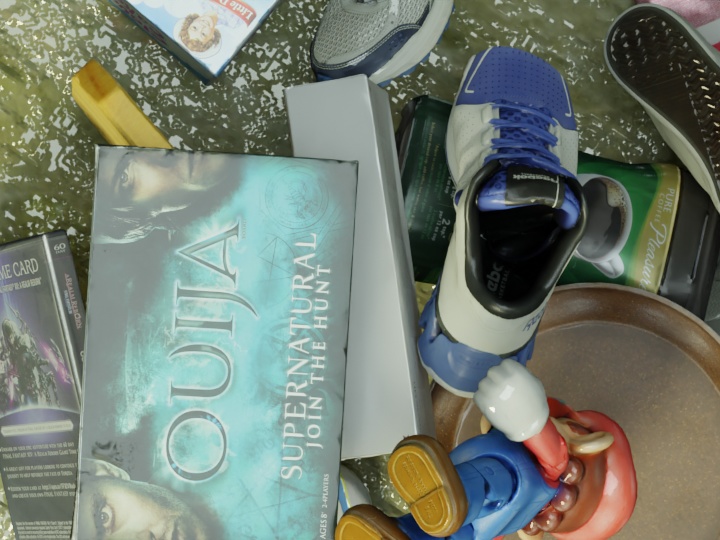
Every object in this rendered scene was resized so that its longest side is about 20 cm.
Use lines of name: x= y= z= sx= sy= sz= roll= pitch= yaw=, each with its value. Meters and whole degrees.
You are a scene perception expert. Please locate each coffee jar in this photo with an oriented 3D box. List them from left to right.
coffee jar: x=0.109 y=-0.026 z=1.569 sx=0.199 sy=0.085 sz=0.105 roll=16 pitch=76 yaw=-6

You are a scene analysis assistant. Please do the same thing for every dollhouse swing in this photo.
dollhouse swing: x=-0.128 y=0.012 z=1.483 sx=0.176 sy=0.200 sz=0.182 roll=35 pitch=86 yaw=-5

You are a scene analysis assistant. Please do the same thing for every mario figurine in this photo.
mario figurine: x=0.062 y=0.102 z=1.422 sx=0.123 sy=0.200 sz=0.106 roll=-11 pitch=88 yaw=36

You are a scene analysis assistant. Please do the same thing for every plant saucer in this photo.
plant saucer: x=0.129 y=0.108 z=1.517 sx=0.200 sy=0.034 sz=0.201 roll=-2 pitch=81 yaw=11

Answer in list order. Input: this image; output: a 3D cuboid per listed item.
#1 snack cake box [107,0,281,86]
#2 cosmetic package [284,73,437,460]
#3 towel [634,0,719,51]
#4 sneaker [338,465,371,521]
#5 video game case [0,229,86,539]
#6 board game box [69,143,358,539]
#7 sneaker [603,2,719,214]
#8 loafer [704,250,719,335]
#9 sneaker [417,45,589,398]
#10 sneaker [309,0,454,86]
snack cake box: x=-0.125 y=-0.213 z=1.550 sx=0.200 sy=0.067 sz=0.115 roll=39 pitch=85 yaw=-5
cosmetic package: x=0.000 y=0.000 z=1.473 sx=0.050 sy=0.083 sz=0.201 roll=-8 pitch=86 yaw=6
towel: x=0.265 y=-0.105 z=1.596 sx=0.144 sy=0.023 sz=0.200 roll=-24 pitch=78 yaw=-6
sneaker: x=-0.029 y=0.210 z=1.544 sx=0.075 sy=0.105 sz=0.201 roll=11 pitch=89 yaw=-7
video game case: x=-0.174 y=0.082 z=1.509 sx=0.019 sy=0.143 sz=0.201 roll=-13 pitch=92 yaw=-29
board game box: x=-0.074 y=0.040 z=1.374 sx=0.135 sy=0.028 sz=0.201 roll=3 pitch=89 yaw=-6
sneaker: x=0.220 y=-0.068 z=1.535 sx=0.073 sy=0.085 sz=0.200 roll=-39 pitch=78 yaw=11
loafer: x=0.227 y=0.051 z=1.603 sx=0.072 sy=0.063 sz=0.200 roll=17 pitch=72 yaw=20
sneaker: x=0.088 y=-0.041 z=1.454 sx=0.080 sy=0.115 sz=0.200 roll=15 pitch=60 yaw=-8
sneaker: x=0.020 y=-0.193 z=1.539 sx=0.200 sy=0.077 sz=0.085 roll=-60 pitch=140 yaw=-20
